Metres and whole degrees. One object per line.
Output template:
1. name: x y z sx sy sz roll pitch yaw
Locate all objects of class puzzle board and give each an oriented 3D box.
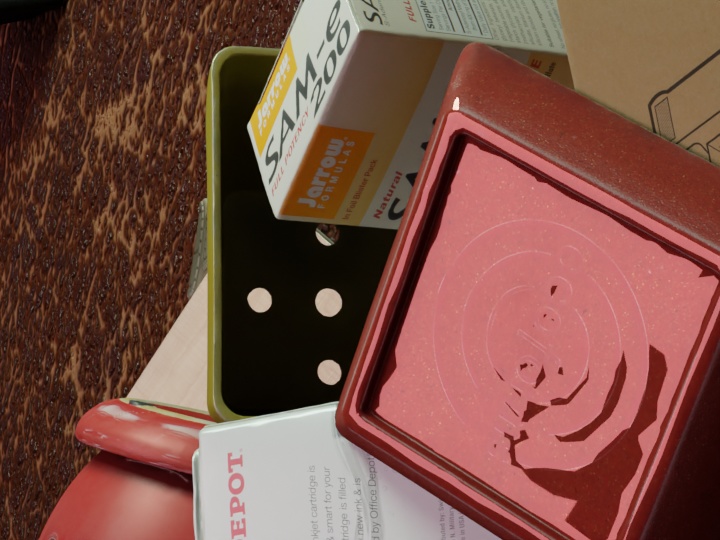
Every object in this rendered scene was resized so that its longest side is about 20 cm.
1. puzzle board: -0.063 0.071 1.559 0.151 0.017 0.201 41 104 30

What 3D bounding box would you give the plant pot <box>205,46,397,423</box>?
1. plant pot: 0.000 0.000 1.392 0.176 0.199 0.201 140 131 -72

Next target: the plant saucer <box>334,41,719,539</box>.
1. plant saucer: 0.082 0.032 1.070 0.199 0.037 0.201 30 113 28

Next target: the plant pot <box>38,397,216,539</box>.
1. plant pot: -0.093 0.176 1.438 0.200 0.199 0.184 13 89 66

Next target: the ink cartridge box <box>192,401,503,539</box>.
1. ink cartridge box: 0.028 0.136 1.176 0.199 0.083 0.146 -12 70 22

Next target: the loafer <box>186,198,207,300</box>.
1. loafer: -0.078 -0.014 1.711 0.200 0.068 0.076 161 117 -82

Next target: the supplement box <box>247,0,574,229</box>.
1. supplement box: 0.059 -0.084 1.241 0.074 0.199 0.126 -109 32 -41

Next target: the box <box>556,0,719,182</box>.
1. box: 0.174 -0.058 1.017 0.199 0.021 0.165 4 115 43

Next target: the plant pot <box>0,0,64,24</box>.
1. plant pot: -0.366 -0.311 2.275 0.199 0.176 0.202 176 99 -66
